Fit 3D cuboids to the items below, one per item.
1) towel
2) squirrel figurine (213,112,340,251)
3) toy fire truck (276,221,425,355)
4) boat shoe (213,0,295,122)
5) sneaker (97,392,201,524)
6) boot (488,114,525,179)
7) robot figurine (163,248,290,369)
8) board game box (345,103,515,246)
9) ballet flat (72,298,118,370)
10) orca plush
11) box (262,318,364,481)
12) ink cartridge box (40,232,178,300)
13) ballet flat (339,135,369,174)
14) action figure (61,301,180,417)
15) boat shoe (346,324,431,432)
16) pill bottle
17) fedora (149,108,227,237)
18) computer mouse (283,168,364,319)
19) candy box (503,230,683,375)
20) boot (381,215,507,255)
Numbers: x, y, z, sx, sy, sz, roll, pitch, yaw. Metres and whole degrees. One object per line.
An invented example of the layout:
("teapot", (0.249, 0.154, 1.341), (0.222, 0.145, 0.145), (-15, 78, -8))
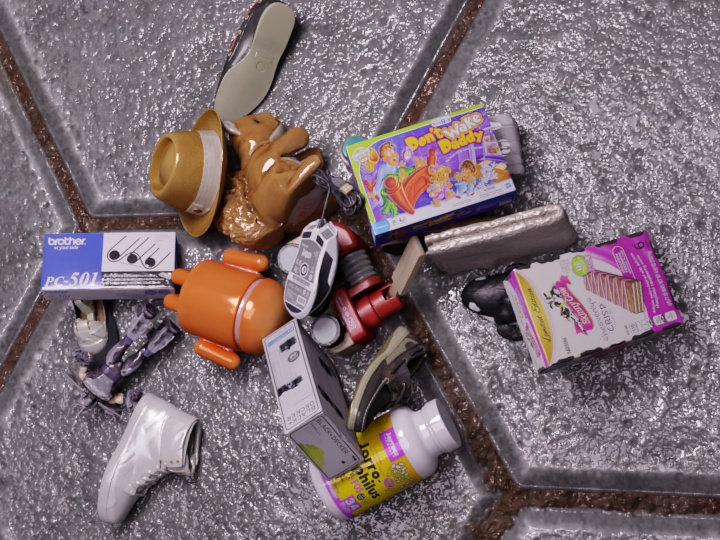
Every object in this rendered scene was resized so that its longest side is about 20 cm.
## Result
("towel", (0.191, -0.039, 1.522), (0.198, 0.132, 0.035), (-14, 73, 15))
("squirrel figurine", (-0.150, -0.136, 1.644), (0.200, 0.141, 0.187), (-42, 66, 4))
("toy fire truck", (0.000, 0.000, 1.576), (0.199, 0.129, 0.177), (-29, 74, 10))
("boat shoe", (-0.168, -0.322, 1.718), (0.203, 0.073, 0.063), (-61, 35, 11))
("sneaker", (-0.306, 0.295, 1.653), (0.115, 0.074, 0.202), (20, 86, 22))
("boot", (0.134, -0.148, 1.589), (0.198, 0.073, 0.097), (-15, 80, 18))
("robot figurine", (-0.187, 0.055, 1.633), (0.198, 0.117, 0.145), (17, 53, 19))
("board game box", (0.093, -0.129, 1.512), (0.198, 0.045, 0.136), (-18, 72, -3))
("ballet flat", (-0.419, 0.067, 1.726), (0.072, 0.073, 0.203), (-13, 78, 15))
("orca plush", (0.229, 0.049, 1.528), (0.198, 0.071, 0.106), (26, 89, 19))
("box", (-0.067, 0.173, 1.526), (0.060, 0.117, 0.201), (-31, 37, 7))
("ink cartridge box", (-0.378, -0.006, 1.694), (0.197, 0.044, 0.095), (-1, 67, -4))
("ballet flat", (0.062, -0.130, 1.573), (0.199, 0.067, 0.068), (29, 72, 12))
("action figure", (-0.364, 0.141, 1.681), (0.130, 0.069, 0.200), (40, 94, -26))
("boat shoe", (0.042, 0.150, 1.522), (0.065, 0.201, 0.072), (22, 129, 12))
("pill bottle", (0.035, 0.255, 1.538), (0.199, 0.104, 0.105), (-30, 74, 10))
("fedora", (-0.261, -0.148, 1.651), (0.081, 0.200, 0.203), (6, 80, -26))
("computer mouse", (-0.052, -0.031, 1.522), (0.109, 0.044, 0.202), (28, 103, 49))
("candy box", (0.305, 0.041, 1.472), (0.198, 0.061, 0.138), (-17, 76, -12))
("boot", (0.124, -0.071, 1.585), (0.197, 0.074, 0.076), (-3, 70, 19))
